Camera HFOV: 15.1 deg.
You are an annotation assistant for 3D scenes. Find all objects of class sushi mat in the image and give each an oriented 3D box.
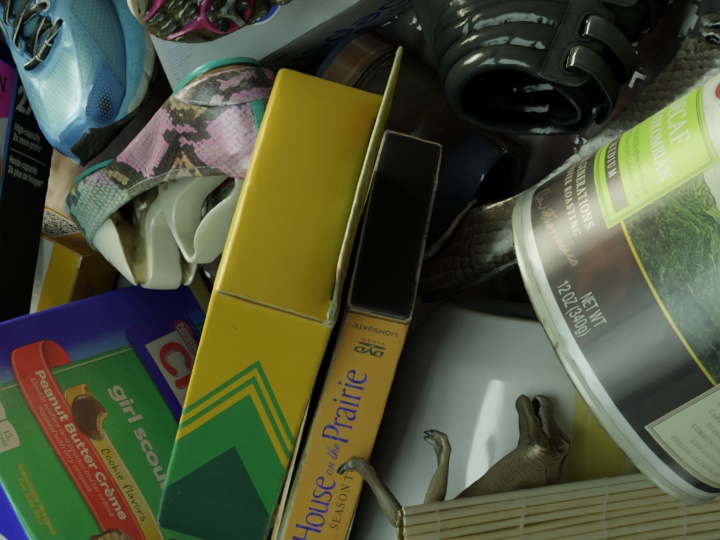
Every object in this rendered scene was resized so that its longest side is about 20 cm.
[{"bbox_3d":[0.098,0.130,1.093,0.012,0.200,0.096,6,100,58],"label":"sushi mat"}]

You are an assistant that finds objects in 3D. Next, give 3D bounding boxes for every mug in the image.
[{"bbox_3d":[0.084,0.095,1.186,0.149,0.187,0.153,16,101,64],"label":"mug"}]

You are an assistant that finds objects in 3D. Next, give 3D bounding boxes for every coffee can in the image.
[{"bbox_3d":[0.181,-0.018,1.049,0.200,0.146,0.146,-33,81,21],"label":"coffee can"}]

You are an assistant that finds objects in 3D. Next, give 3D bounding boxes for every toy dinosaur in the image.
[{"bbox_3d":[0.026,0.138,1.076,0.200,0.101,0.058,-69,17,-3],"label":"toy dinosaur"}]

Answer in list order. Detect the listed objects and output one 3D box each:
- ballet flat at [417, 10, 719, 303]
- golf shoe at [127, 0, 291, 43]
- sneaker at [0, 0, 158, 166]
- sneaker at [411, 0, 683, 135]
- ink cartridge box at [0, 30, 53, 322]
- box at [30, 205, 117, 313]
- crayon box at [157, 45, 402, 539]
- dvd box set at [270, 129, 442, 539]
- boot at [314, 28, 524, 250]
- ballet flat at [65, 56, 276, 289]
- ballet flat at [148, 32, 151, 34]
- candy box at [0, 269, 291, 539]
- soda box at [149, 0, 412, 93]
[{"bbox_3d":[0.099,-0.050,1.156,0.200,0.067,0.046,-34,94,21],"label":"ballet flat"},{"bbox_3d":[-0.038,-0.183,1.155,0.200,0.073,0.092,-55,34,-7],"label":"golf shoe"},{"bbox_3d":[-0.165,-0.134,1.282,0.078,0.090,0.200,-44,56,31],"label":"sneaker"},{"bbox_3d":[0.116,-0.111,1.106,0.200,0.071,0.099,-15,58,16],"label":"sneaker"},{"bbox_3d":[-0.187,-0.046,1.304,0.037,0.095,0.200,0,79,24],"label":"ink cartridge box"},{"bbox_3d":[-0.221,0.003,1.405,0.200,0.041,0.119,28,113,28],"label":"box"},{"bbox_3d":[-0.034,0.009,1.120,0.051,0.127,0.200,16,139,-2],"label":"crayon box"},{"bbox_3d":[-0.008,0.060,1.164,0.029,0.146,0.200,15,122,-1],"label":"dvd box set"},{"bbox_3d":[0.000,0.000,1.238,0.097,0.075,0.200,31,113,28],"label":"boot"},{"bbox_3d":[-0.085,-0.033,1.252,0.200,0.069,0.071,-35,64,59],"label":"ballet flat"},{"bbox_3d":[-0.083,-0.203,1.213,0.076,0.064,0.200,-7,66,44],"label":"ballet flat"},{"bbox_3d":[-0.118,0.103,1.259,0.077,0.200,0.169,-32,82,31],"label":"candy box"},{"bbox_3d":[-0.004,-0.144,1.216,0.200,0.068,0.063,-28,83,34],"label":"soda box"}]
